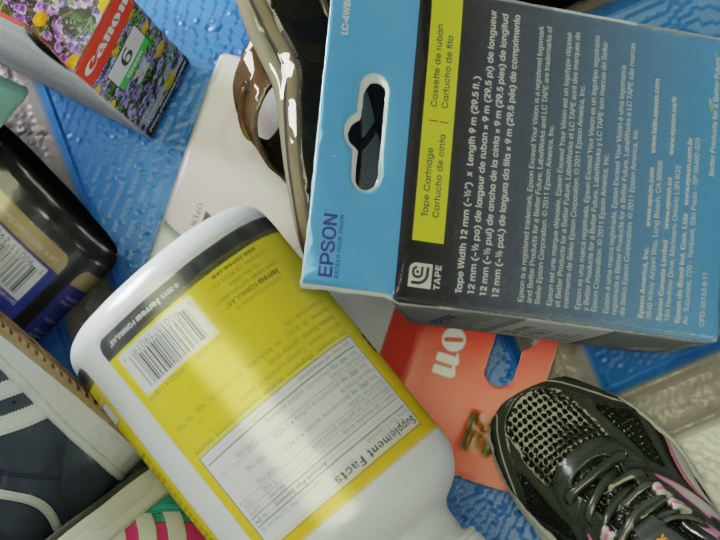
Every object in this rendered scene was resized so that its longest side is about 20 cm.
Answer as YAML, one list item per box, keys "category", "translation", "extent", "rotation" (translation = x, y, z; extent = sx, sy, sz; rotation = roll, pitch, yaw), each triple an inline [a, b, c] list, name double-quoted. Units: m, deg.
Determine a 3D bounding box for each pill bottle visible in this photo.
- category: "pill bottle"
  translation: [-0.223, 0.023, 0.959]
  extent: [0.200, 0.112, 0.112]
  rotation: [-44, 76, -1]
- category: "pill bottle"
  translation: [-0.029, 0.079, 0.878]
  extent: [0.112, 0.112, 0.200]
  rotation: [-39, 85, 1]

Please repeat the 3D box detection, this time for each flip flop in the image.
- category: "flip flop"
  translation: [-0.032, -0.089, 0.928]
  extent: [0.057, 0.081, 0.201]
  rotation: [-30, 76, 42]

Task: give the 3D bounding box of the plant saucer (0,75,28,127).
- category: "plant saucer"
  translation: [-0.229, -0.087, 0.962]
  extent: [0.070, 0.019, 0.200]
  rotation: [-51, 36, -9]

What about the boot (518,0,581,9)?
- category: "boot"
  translation: [0.074, -0.213, 0.969]
  extent: [0.199, 0.076, 0.169]
  rotation: [-20, 79, 1]

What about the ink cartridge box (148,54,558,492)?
- category: "ink cartridge box"
  translation: [0.000, 0.000, 0.960]
  extent: [0.198, 0.057, 0.164]
  rotation: [16, 83, 16]

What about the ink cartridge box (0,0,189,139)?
- category: "ink cartridge box"
  translation: [-0.158, -0.126, 0.928]
  extent: [0.108, 0.200, 0.051]
  rotation: [27, 85, 13]

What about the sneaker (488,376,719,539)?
- category: "sneaker"
  translation: [0.140, 0.123, 0.893]
  extent: [0.080, 0.086, 0.200]
  rotation: [-45, 77, -4]

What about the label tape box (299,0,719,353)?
- category: "label tape box"
  translation: [0.068, -0.046, 0.909]
  extent: [0.198, 0.066, 0.145]
  rotation: [7, 81, -15]

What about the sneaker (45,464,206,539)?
- category: "sneaker"
  translation: [-0.098, 0.168, 0.886]
  extent: [0.121, 0.200, 0.084]
  rotation: [48, 125, 5]

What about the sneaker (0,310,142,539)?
- category: "sneaker"
  translation: [-0.193, 0.062, 0.879]
  extent: [0.109, 0.200, 0.070]
  rotation: [-48, 32, -5]
